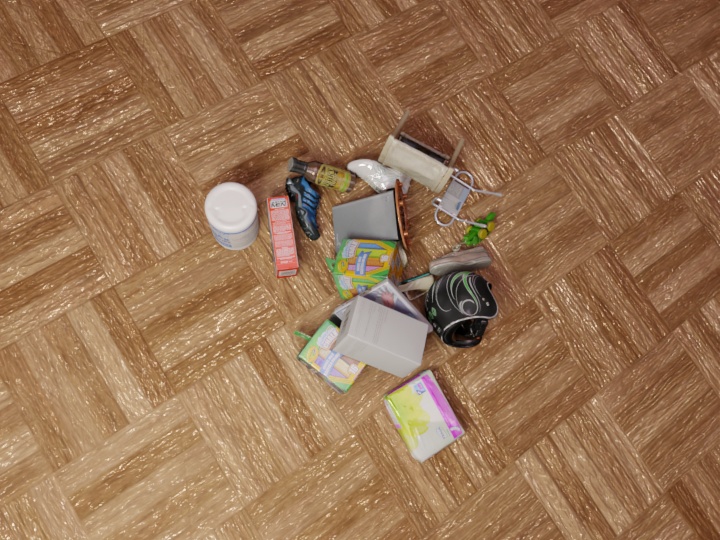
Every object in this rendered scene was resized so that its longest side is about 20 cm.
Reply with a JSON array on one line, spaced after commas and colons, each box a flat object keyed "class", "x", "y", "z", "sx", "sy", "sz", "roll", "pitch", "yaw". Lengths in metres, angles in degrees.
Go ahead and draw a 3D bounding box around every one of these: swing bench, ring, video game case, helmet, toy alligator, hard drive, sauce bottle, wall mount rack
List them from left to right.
[{"class": "sauce bottle", "x": -0.110, "y": -0.274, "z": 1.498, "sx": 0.199, "sy": 0.065, "sz": 0.065, "roll": 11, "pitch": 75, "yaw": -28}, {"class": "hard drive", "x": 0.015, "y": -0.132, "z": 1.477, "sx": 0.199, "sy": 0.033, "sz": 0.141, "roll": -12, "pitch": 77, "yaw": 28}, {"class": "video game case", "x": 0.061, "y": 0.130, "z": 1.388, "sx": 0.200, "sy": 0.182, "sz": 0.023, "roll": 46, "pitch": 29, "yaw": -23}, {"class": "ring", "x": 0.123, "y": -0.158, "z": 1.476, "sx": 0.019, "sy": 0.200, "sz": 0.202, "roll": -8, "pitch": 78, "yaw": 10}, {"class": "swing bench", "x": 0.170, "y": -0.332, "z": 1.516, "sx": 0.198, "sy": 0.130, "sz": 0.200, "roll": 29, "pitch": 43, "yaw": -1}, {"class": "helmet", "x": 0.275, "y": 0.095, "z": 1.447, "sx": 0.199, "sy": 0.201, "sz": 0.192, "roll": -2, "pitch": 49, "yaw": -10}, {"class": "wall mount rack", "x": 0.316, "y": -0.213, "z": 1.581, "sx": 0.173, "sy": 0.075, "sz": 0.201, "roll": 30, "pitch": 75, "yaw": -2}, {"class": "toy alligator", "x": 0.342, "y": -0.101, "z": 1.568, "sx": 0.200, "sy": 0.059, "sz": 0.054, "roll": -41, "pitch": 129, "yaw": -23}]

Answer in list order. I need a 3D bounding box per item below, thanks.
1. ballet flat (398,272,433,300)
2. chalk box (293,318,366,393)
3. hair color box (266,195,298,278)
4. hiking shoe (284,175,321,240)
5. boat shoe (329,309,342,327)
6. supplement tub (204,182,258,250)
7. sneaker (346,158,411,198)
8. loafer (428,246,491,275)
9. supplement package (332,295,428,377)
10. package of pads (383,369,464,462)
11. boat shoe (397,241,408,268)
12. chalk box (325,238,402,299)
[{"class": "ballet flat", "x": 0.119, "y": 0.056, "z": 1.496, "sx": 0.199, "sy": 0.069, "sz": 0.070, "roll": -12, "pitch": 79, "yaw": -12}, {"class": "chalk box", "x": -0.089, "y": 0.214, "z": 1.390, "sx": 0.200, "sy": 0.124, "sz": 0.124, "roll": 40, "pitch": 74, "yaw": 0}, {"class": "hair color box", "x": -0.216, "y": -0.090, "z": 1.445, "sx": 0.063, "sy": 0.111, "sz": 0.201, "roll": -6, "pitch": 78, "yaw": -11}, {"class": "hiking shoe", "x": -0.146, "y": -0.185, "z": 1.497, "sx": 0.086, "sy": 0.074, "sz": 0.201, "roll": -20, "pitch": 81, "yaw": -13}, {"class": "boat shoe", "x": 0.015, "y": 0.139, "z": 1.459, "sx": 0.200, "sy": 0.075, "sz": 0.065, "roll": 8, "pitch": 37, "yaw": -5}, {"class": "supplement tub", "x": -0.335, "y": -0.139, "z": 1.390, "sx": 0.131, "sy": 0.200, "sz": 0.133, "roll": 2, "pitch": 76, "yaw": -9}, {"class": "sneaker", "x": 0.053, "y": -0.272, "z": 1.555, "sx": 0.199, "sy": 0.070, "sz": 0.081, "roll": 14, "pitch": 78, "yaw": -7}, {"class": "loafer", "x": 0.287, "y": -0.030, "z": 1.546, "sx": 0.199, "sy": 0.072, "sz": 0.063, "roll": -7, "pitch": 61, "yaw": -17}, {"class": "supplement package", "x": 0.052, "y": 0.168, "z": 1.313, "sx": 0.199, "sy": 0.117, "sz": 0.117, "roll": 24, "pitch": 56, "yaw": -10}, {"class": "package of pads", "x": 0.167, "y": 0.393, "z": 1.421, "sx": 0.154, "sy": 0.068, "sz": 0.201, "roll": -28, "pitch": 83, "yaw": -15}, {"class": "boat shoe", "x": 0.072, "y": -0.092, "z": 1.515, "sx": 0.066, "sy": 0.072, "sz": 0.202, "roll": -23, "pitch": 86, "yaw": -19}, {"class": "chalk box", "x": 0.000, "y": 0.000, "z": 1.423, "sx": 0.199, "sy": 0.125, "sz": 0.125, "roll": 3, "pitch": 54, "yaw": 18}]
